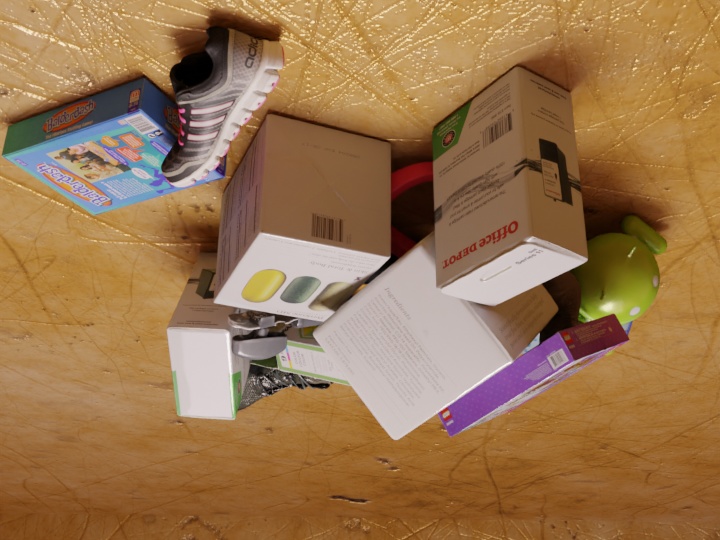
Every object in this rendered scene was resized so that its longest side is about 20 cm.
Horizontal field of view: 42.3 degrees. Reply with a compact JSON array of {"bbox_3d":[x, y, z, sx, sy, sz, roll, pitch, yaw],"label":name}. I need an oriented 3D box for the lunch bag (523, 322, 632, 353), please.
[{"bbox_3d":[0.303,0.062,1.392,0.199,0.083,0.161,0,151,1],"label":"lunch bag"}]

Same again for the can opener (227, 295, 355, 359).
[{"bbox_3d":[-0.083,0.070,1.200,0.199,0.067,0.053,-6,-163,-40],"label":"can opener"}]

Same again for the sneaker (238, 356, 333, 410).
[{"bbox_3d":[-0.113,0.148,1.361,0.199,0.114,0.076,-32,120,-16],"label":"sneaker"}]

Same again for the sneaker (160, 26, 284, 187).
[{"bbox_3d":[-0.160,-0.168,0.932,0.087,0.074,0.200,25,130,-26],"label":"sneaker"}]

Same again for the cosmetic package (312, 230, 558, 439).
[{"bbox_3d":[0.089,0.059,1.096,0.200,0.165,0.165,-40,176,35],"label":"cosmetic package"}]

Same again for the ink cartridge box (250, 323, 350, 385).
[{"bbox_3d":[-0.051,0.095,1.276,0.199,0.104,0.060,7,122,33],"label":"ink cartridge box"}]

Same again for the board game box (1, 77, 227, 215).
[{"bbox_3d":[-0.276,-0.134,1.055,0.199,0.045,0.152,-12,151,24],"label":"board game box"}]

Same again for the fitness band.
[{"bbox_3d":[0.092,-0.065,1.153,0.143,0.038,0.200,-27,144,24],"label":"fitness band"}]

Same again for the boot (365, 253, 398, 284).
[{"bbox_3d":[0.000,0.001,1.291,0.153,0.074,0.203,14,153,-31],"label":"boot"}]

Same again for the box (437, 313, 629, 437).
[{"bbox_3d":[0.200,0.122,1.086,0.136,0.039,0.200,-9,156,-49],"label":"box"}]

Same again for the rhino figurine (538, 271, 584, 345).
[{"bbox_3d":[0.223,0.020,1.144,0.087,0.201,0.060,-21,-177,23],"label":"rhino figurine"}]

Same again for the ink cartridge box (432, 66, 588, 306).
[{"bbox_3d":[0.149,-0.081,0.962,0.083,0.201,0.146,18,150,-31],"label":"ink cartridge box"}]

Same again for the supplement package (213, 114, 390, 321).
[{"bbox_3d":[-0.071,-0.053,1.089,0.151,0.151,0.200,11,153,-20],"label":"supplement package"}]

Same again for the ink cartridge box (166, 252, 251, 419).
[{"bbox_3d":[-0.197,0.084,1.278,0.084,0.200,0.147,2,120,3],"label":"ink cartridge box"}]

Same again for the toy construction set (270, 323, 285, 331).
[{"bbox_3d":[-0.175,0.085,1.463,0.199,0.093,0.131,-6,162,4],"label":"toy construction set"}]

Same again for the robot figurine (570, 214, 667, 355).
[{"bbox_3d":[0.325,0.015,1.216,0.115,0.176,0.200,30,178,11],"label":"robot figurine"}]
